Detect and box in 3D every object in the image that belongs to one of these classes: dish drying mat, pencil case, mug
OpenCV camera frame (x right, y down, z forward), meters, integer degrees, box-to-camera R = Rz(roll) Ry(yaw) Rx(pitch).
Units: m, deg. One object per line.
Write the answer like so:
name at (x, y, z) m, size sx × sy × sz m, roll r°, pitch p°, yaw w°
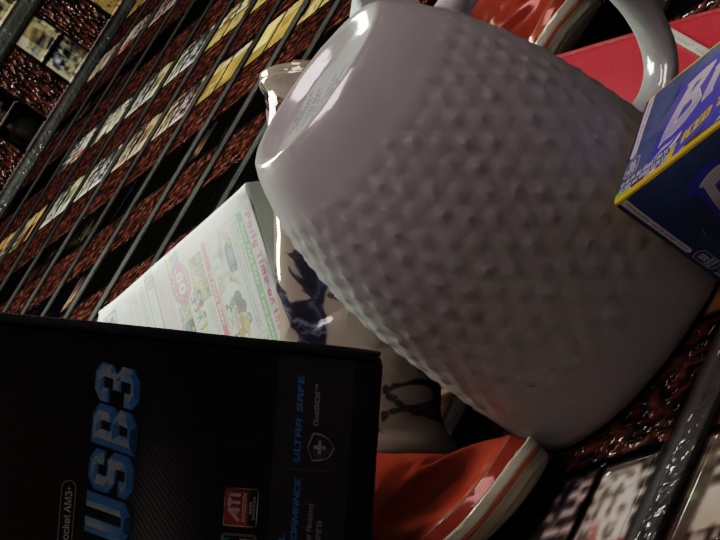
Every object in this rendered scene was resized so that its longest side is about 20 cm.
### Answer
dish drying mat at (0.102, -0.082, 1.138) m, size 0.200 × 0.018 × 0.077 m, roll -13°, pitch 40°, yaw 34°
pencil case at (0.000, 0.000, 1.123) m, size 0.078 × 0.089 × 0.200 m, roll -8°, pitch 85°, yaw 31°
mug at (0.063, -0.051, 1.030) m, size 0.200 × 0.175 × 0.148 m, roll -58°, pitch 15°, yaw -12°

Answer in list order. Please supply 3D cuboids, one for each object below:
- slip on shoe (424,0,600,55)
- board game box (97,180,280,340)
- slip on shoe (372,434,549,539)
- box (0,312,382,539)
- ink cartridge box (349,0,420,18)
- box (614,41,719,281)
slip on shoe at (0.083, -0.144, 1.382) m, size 0.074 × 0.061 × 0.200 m, roll -54°, pitch 15°, yaw -3°
board game box at (-0.062, 0.054, 1.271) m, size 0.200 × 0.064 × 0.148 m, roll -36°, pitch 66°, yaw 55°
slip on shoe at (-0.001, 0.108, 1.052) m, size 0.200 × 0.061 × 0.074 m, roll -22°, pitch 19°, yaw 42°
box at (-0.096, 0.123, 0.970) m, size 0.050 × 0.198 × 0.200 m, roll 167°, pitch 109°, yaw -69°
ink cartridge box at (0.000, -0.100, 1.466) m, size 0.200 × 0.047 × 0.160 m, roll -109°, pitch 26°, yaw -70°
box at (0.187, -0.076, 0.913) m, size 0.200 × 0.064 × 0.070 m, roll -41°, pitch 20°, yaw 45°
